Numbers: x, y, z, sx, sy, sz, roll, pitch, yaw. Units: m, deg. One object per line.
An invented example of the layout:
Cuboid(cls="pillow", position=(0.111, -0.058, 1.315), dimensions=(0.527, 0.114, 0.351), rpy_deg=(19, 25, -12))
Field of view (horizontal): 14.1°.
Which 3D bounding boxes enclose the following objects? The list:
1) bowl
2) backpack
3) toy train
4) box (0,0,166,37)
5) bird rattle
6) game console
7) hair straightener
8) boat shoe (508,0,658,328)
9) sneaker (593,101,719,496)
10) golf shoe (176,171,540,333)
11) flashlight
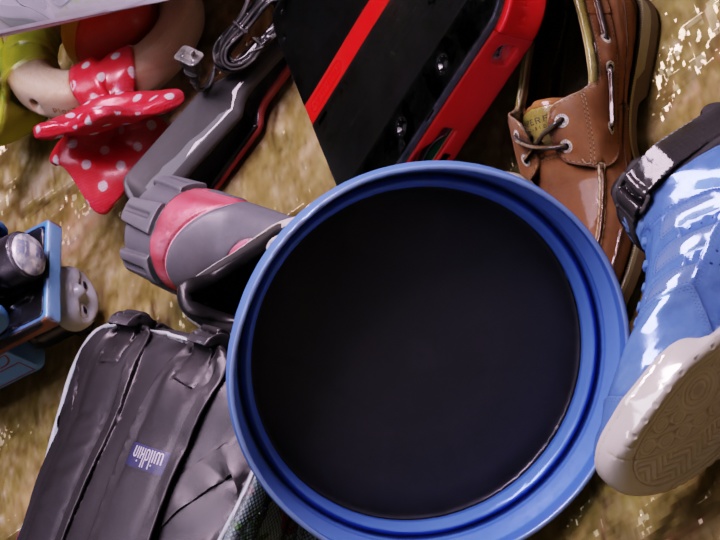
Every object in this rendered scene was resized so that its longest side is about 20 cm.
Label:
Cuboid(cls="bowl", position=(0.031, 0.044, 1.418), dimensions=(0.201, 0.201, 0.039), rpy_deg=(-58, 17, 2))
Cuboid(cls="backpack", position=(-0.093, 0.141, 1.511), dimensions=(0.177, 0.151, 0.200), rpy_deg=(11, 72, 48))
Cuboid(cls="toy train", position=(-0.245, 0.033, 1.754), dimensions=(0.200, 0.114, 0.087), rpy_deg=(-26, 54, 33))
Cuboid(cls="box", position=(-0.129, -0.236, 1.746), dimensions=(0.176, 0.097, 0.200), rpy_deg=(-7, 30, 43))
Cuboid(cls="bird rattle", position=(-0.166, -0.134, 1.785), dimensions=(0.200, 0.113, 0.163), rpy_deg=(13, 56, 49))
Cuboid(cls="game console", position=(0.024, -0.141, 1.568), dimensions=(0.200, 0.031, 0.177), rpy_deg=(-56, 42, 39))
Cuboid(cls="hair straightener", position=(-0.069, -0.113, 1.694), dimensions=(0.200, 0.077, 0.041), rpy_deg=(-48, 56, 10))
Cuboid(cls="boat shoe", position=(0.104, -0.067, 1.497), dimensions=(0.072, 0.068, 0.200), rpy_deg=(-17, 57, 36))
Cuboid(cls="sneaker", position=(0.154, 0.007, 1.396), dimensions=(0.111, 0.077, 0.200), rpy_deg=(32, 87, 43))
Cuboid(cls="golf shoe", position=(0.000, 0.000, 1.482), dimensions=(0.200, 0.092, 0.073), rpy_deg=(-24, 67, 29))
Cuboid(cls="flashlight", position=(-0.051, -0.001, 1.622), dimensions=(0.068, 0.068, 0.200), rpy_deg=(-37, 37, -28))
